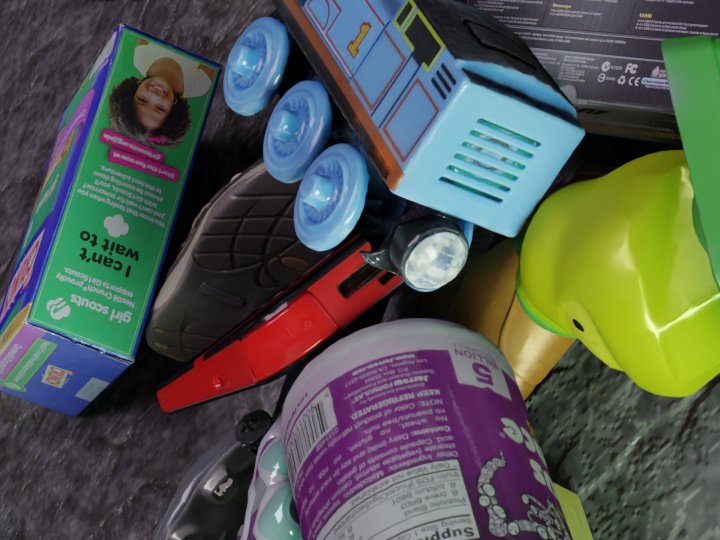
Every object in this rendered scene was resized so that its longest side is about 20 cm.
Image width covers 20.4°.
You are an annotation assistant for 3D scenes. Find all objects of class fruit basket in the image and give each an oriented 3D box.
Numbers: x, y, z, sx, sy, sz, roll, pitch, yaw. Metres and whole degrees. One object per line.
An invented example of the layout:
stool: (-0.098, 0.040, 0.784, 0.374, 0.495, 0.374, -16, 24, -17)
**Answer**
fruit basket: (0.152, 0.009, 0.770, 0.215, 0.215, 0.156, -35, 43, 32)

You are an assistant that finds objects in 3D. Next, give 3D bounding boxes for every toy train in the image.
toy train: (0.012, -0.078, 0.866, 0.115, 0.086, 0.200, -54, 37, 21)

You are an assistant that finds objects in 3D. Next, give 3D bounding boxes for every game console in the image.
game console: (0.000, 0.000, 0.980, 0.200, 0.031, 0.177, -37, 2, -25)

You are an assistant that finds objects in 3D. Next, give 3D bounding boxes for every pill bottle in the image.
pill bottle: (0.035, 0.125, 0.831, 0.112, 0.112, 0.201, -42, 40, 24)

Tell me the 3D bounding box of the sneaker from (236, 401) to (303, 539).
sneaker: (-0.057, 0.164, 0.949, 0.139, 0.077, 0.201, -29, 44, 36)

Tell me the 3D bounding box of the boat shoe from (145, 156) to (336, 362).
boat shoe: (-0.066, -0.025, 1.161, 0.200, 0.074, 0.074, -45, 29, 39)

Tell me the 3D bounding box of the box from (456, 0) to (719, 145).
box: (0.126, -0.139, 0.879, 0.199, 0.048, 0.160, 12, 80, 46)

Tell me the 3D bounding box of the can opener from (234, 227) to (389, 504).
can opener: (-0.015, 0.052, 1.073, 0.063, 0.078, 0.201, -28, 37, 42)

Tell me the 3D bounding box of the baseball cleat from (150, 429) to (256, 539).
baseball cleat: (-0.111, 0.162, 1.110, 0.106, 0.070, 0.201, 30, 90, 55)

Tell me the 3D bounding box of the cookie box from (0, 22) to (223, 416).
cookie box: (-0.166, -0.026, 1.257, 0.171, 0.075, 0.202, 143, 144, -65)

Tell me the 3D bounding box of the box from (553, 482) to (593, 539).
box: (0.026, 0.181, 0.943, 0.200, 0.050, 0.076, -42, 40, 24)

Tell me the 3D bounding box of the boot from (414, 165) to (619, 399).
boot: (0.086, 0.029, 0.950, 0.201, 0.071, 0.145, -2, 58, 63)
